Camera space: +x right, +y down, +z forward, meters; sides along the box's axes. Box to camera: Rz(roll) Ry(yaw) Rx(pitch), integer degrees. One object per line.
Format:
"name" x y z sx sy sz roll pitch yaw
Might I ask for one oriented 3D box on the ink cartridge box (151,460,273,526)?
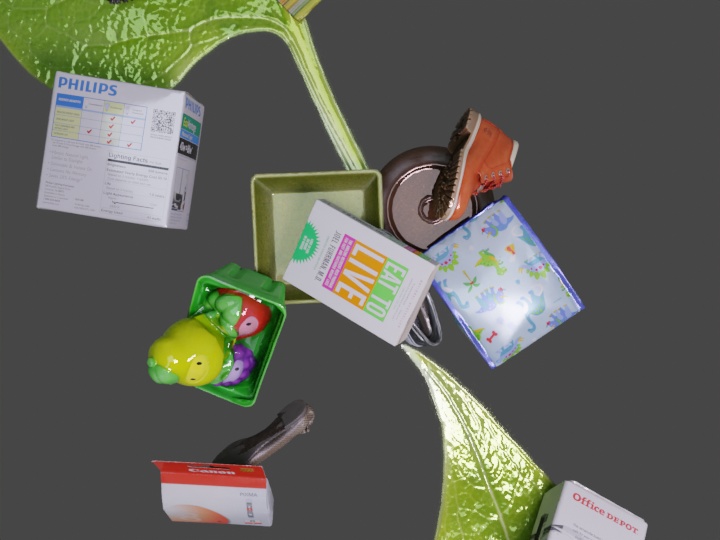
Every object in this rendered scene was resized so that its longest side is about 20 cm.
"ink cartridge box" -0.215 0.333 1.222 0.162 0.200 0.050 3 63 1

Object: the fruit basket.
"fruit basket" -0.205 0.108 1.182 0.155 0.216 0.216 22 93 0

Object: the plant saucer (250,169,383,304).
"plant saucer" -0.063 -0.051 1.271 0.200 0.048 0.200 -2 93 1

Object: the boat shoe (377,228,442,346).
"boat shoe" 0.072 0.025 1.228 0.072 0.071 0.200 -38 110 -27

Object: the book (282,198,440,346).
"book" 0.000 0.000 1.192 0.200 0.048 0.134 29 109 16

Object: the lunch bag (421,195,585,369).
"lunch bag" 0.201 0.014 1.230 0.170 0.127 0.200 -36 101 3

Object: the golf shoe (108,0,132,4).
"golf shoe" -0.332 -0.494 1.254 0.088 0.077 0.200 43 90 19

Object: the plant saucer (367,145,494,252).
"plant saucer" 0.110 -0.094 1.272 0.200 0.037 0.201 0 92 2

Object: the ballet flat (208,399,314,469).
"ballet flat" -0.154 0.276 1.287 0.200 0.067 0.046 -37 124 0

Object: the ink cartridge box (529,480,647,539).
"ink cartridge box" 0.324 0.437 1.220 0.144 0.084 0.200 29 57 0

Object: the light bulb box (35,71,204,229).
"light bulb box" -0.353 -0.174 1.233 0.198 0.125 0.200 9 92 1

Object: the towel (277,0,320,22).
"towel" -0.135 -0.482 1.270 0.086 0.018 0.200 -44 90 -3

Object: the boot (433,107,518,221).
"boot" 0.175 -0.142 1.217 0.107 0.075 0.200 29 59 -12
